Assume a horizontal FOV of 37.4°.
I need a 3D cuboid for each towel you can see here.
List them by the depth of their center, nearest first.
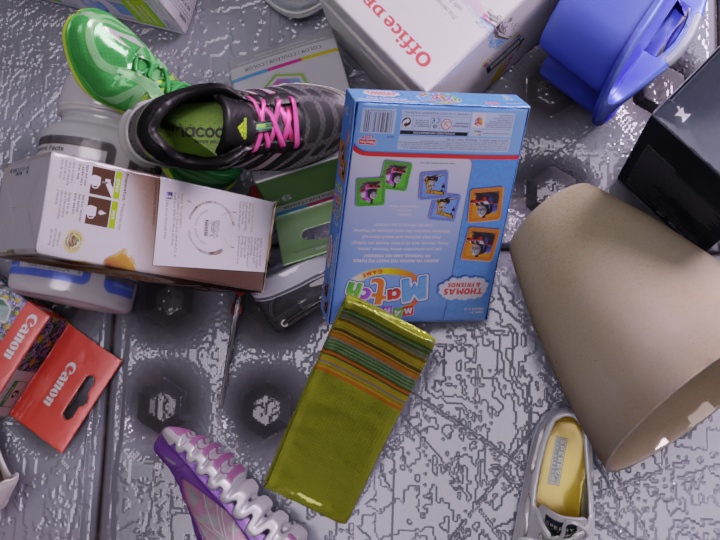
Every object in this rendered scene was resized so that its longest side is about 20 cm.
[{"bbox_3d":[-0.013,0.124,0.918,0.086,0.018,0.201,26,110,4],"label":"towel"}]

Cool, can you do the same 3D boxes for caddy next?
[{"bbox_3d":[0.243,-0.223,0.931,0.105,0.141,0.201,34,86,15],"label":"caddy"}]

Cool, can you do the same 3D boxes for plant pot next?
[{"bbox_3d":[0.219,0.030,0.887,0.187,0.187,0.201,-35,64,0],"label":"plant pot"}]

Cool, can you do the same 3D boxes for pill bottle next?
[{"bbox_3d":[-0.245,-0.069,0.973,0.113,0.114,0.202,10,81,8],"label":"pill bottle"}]

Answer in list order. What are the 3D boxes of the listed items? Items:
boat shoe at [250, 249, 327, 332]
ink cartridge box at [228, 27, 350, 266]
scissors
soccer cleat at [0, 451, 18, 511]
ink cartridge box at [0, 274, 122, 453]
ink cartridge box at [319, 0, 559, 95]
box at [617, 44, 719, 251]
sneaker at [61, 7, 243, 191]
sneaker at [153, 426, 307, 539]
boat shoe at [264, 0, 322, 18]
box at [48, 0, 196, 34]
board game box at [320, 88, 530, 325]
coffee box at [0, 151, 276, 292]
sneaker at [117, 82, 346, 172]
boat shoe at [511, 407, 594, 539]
[{"bbox_3d":[0.000,0.000,0.962,0.199,0.070,0.067,-23,103,-6],"label":"boat shoe"},{"bbox_3d":[-0.048,-0.114,0.954,0.103,0.059,0.201,-16,59,4],"label":"ink cartridge box"},{"bbox_3d":[-0.112,0.023,0.988,0.014,0.073,0.202,7,105,-11],"label":"scissors"},{"bbox_3d":[-0.385,0.137,0.974,0.078,0.069,0.200,-42,84,23],"label":"soccer cleat"},{"bbox_3d":[-0.336,0.072,0.992,0.199,0.050,0.109,32,85,11],"label":"ink cartridge box"},{"bbox_3d":[0.083,-0.250,0.950,0.200,0.145,0.147,-42,78,-2],"label":"ink cartridge box"},{"bbox_3d":[0.311,-0.116,0.874,0.148,0.200,0.107,-45,79,-2],"label":"box"},{"bbox_3d":[-0.170,-0.149,0.916,0.200,0.083,0.074,48,54,-24],"label":"sneaker"},{"bbox_3d":[-0.119,0.225,0.932,0.200,0.080,0.089,45,95,10],"label":"sneaker"},{"bbox_3d":[-0.095,-0.335,1.024,0.074,0.065,0.203,-26,79,2],"label":"boat shoe"},{"bbox_3d":[-0.258,-0.313,1.015,0.198,0.113,0.102,15,84,9],"label":"box"},{"bbox_3d":[0.051,-0.050,0.896,0.150,0.037,0.201,-1,117,-17],"label":"board game box"},{"bbox_3d":[-0.185,-0.034,0.877,0.199,0.114,0.080,11,84,-35],"label":"coffee box"},{"bbox_3d":[-0.092,-0.113,0.851,0.198,0.087,0.074,-4,97,-14],"label":"sneaker"},{"bbox_3d":[0.167,0.216,0.893,0.074,0.086,0.204,9,81,8],"label":"boat shoe"}]
